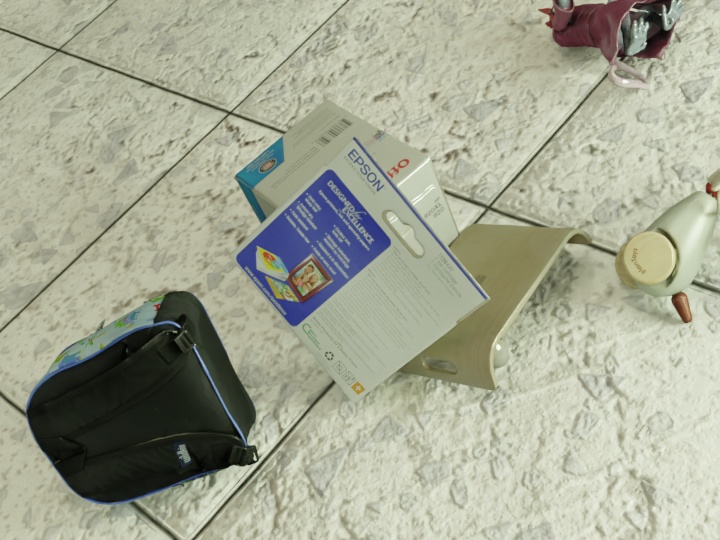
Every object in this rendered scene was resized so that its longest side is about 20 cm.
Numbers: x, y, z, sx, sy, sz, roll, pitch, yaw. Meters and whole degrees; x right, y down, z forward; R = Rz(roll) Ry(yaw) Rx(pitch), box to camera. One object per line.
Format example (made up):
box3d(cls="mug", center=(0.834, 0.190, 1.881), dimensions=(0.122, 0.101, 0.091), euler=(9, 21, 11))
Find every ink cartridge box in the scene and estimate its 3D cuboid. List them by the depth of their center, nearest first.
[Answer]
box3d(cls="ink cartridge box", center=(0.000, 0.000, 1.131), dimensions=(0.199, 0.198, 0.047), euler=(-39, 2, 30))
box3d(cls="ink cartridge box", center=(-0.011, -0.063, 1.286), dimensions=(0.147, 0.146, 0.199), euler=(-39, 42, -13))

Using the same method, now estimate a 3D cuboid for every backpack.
box3d(cls="backpack", center=(-0.222, 0.133, 1.186), dimensions=(0.197, 0.185, 0.147), euler=(-24, 18, 9))

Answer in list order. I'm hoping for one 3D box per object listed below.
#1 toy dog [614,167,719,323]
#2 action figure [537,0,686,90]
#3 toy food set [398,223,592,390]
box3d(cls="toy dog", center=(0.332, -0.029, 1.099), dimensions=(0.200, 0.097, 0.131), euler=(-42, -8, 28))
box3d(cls="action figure", center=(0.295, -0.292, 1.416), dimensions=(0.199, 0.132, 0.152), euler=(14, 97, 52))
box3d(cls="toy food set", center=(0.133, 0.031, 1.191), dimensions=(0.142, 0.061, 0.201), euler=(6, 49, 48))
